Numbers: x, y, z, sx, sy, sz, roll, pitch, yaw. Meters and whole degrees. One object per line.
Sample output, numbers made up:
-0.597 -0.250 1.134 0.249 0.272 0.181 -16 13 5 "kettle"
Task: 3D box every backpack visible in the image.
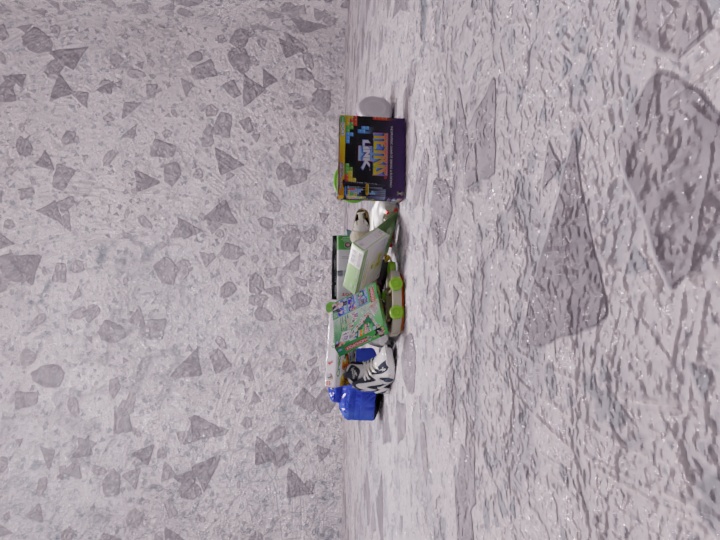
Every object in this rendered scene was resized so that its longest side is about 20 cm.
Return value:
-0.017 0.355 1.775 0.163 0.166 0.202 -83 -8 -77 "backpack"

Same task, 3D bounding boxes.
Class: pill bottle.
0.032 -0.403 1.696 0.201 0.103 0.105 99 171 -57 "pill bottle"

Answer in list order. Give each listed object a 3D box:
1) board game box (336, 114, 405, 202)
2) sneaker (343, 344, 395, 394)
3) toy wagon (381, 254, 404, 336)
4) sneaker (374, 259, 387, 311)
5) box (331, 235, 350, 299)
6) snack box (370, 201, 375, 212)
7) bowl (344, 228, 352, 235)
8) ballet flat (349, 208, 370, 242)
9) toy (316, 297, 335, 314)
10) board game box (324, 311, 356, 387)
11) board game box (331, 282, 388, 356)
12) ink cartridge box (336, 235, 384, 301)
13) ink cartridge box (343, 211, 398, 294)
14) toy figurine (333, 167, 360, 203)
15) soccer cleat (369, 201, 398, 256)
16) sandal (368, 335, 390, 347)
0.026 -0.273 1.414 0.057 0.163 0.202 128 142 -83 "board game box"
0.021 0.268 1.548 0.200 0.128 0.080 99 169 -57 "sneaker"
0.081 0.059 1.436 0.155 0.039 0.202 113 158 -75 "toy wagon"
0.057 0.074 1.582 0.076 0.115 0.201 38 -102 -52 "sneaker"
-0.013 -0.008 1.805 0.046 0.157 0.202 180 91 -87 "box"
0.059 -0.206 1.628 0.143 0.052 0.202 -94 6 -57 "snack box"
-0.005 -0.043 2.012 0.201 0.104 0.203 -179 90 -84 "bowl"
-0.001 -0.130 1.683 0.200 0.067 0.063 -92 -6 -66 "ballet flat"
-0.061 0.132 1.755 0.047 0.115 0.200 -48 -20 -4 "toy"
-0.051 0.217 1.597 0.126 0.034 0.202 13 -101 -65 "board game box"
-0.005 0.118 1.446 0.029 0.134 0.201 59 -169 -28 "board game box"
0.000 0.000 1.732 0.083 0.145 0.202 101 170 -84 "ink cartridge box"
0.042 -0.046 1.462 0.200 0.048 0.146 -35 -31 -41 "ink cartridge box"
0.012 -0.336 1.982 0.201 0.149 0.184 -65 18 -6 "toy figurine"
0.053 -0.117 1.561 0.078 0.069 0.201 52 143 37 "soccer cleat"
0.038 0.163 1.514 0.203 0.082 0.050 68 -148 -70 "sandal"
